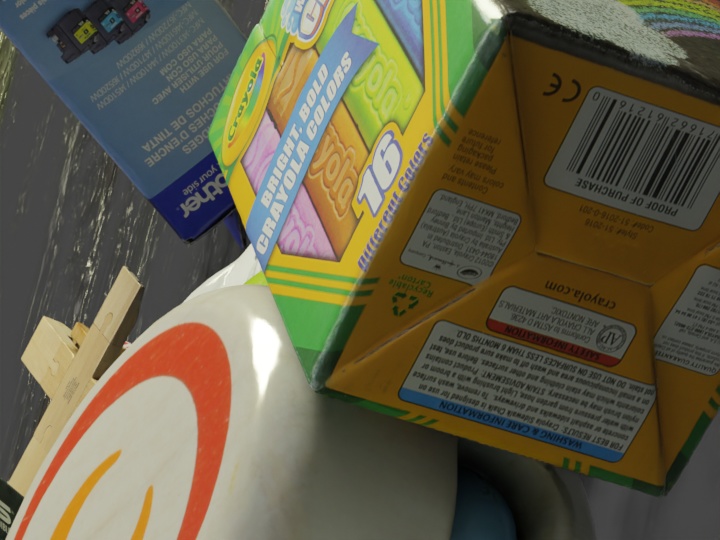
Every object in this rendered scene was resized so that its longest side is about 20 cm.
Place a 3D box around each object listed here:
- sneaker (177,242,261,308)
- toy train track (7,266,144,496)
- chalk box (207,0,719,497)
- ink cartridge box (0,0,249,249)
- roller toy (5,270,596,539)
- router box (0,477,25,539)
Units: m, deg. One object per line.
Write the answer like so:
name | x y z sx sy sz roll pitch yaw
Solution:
sneaker | 0.000 0.000 0.963 0.100 0.075 0.200 49 121 41
toy train track | -0.097 0.073 1.155 0.115 0.033 0.200 -61 31 10
chalk box | 0.039 -0.048 0.819 0.124 0.125 0.200 -63 25 22
ink cartridge box | -0.096 -0.099 1.102 0.076 0.200 0.136 -40 24 1
roller toy | -0.022 0.112 0.826 0.200 0.140 0.182 -60 23 4
router box | -0.116 0.167 0.930 0.062 0.200 0.150 -21 49 19
